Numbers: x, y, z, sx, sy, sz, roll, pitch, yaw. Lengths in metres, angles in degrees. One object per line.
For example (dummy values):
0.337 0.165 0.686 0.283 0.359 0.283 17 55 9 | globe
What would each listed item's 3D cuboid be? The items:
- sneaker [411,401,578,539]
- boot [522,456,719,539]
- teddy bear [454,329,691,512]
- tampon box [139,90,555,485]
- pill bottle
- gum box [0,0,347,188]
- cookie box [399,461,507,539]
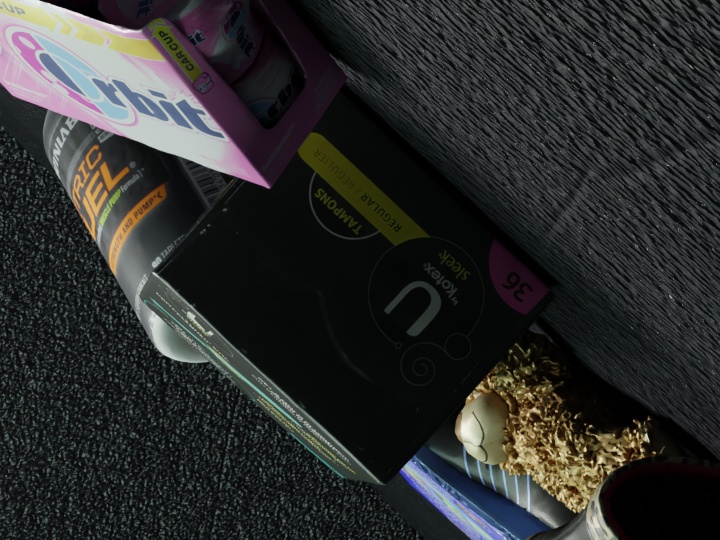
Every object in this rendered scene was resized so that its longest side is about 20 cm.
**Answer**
0.086 0.106 1.697 0.200 0.078 0.070 38 174 19 | sneaker
0.178 0.151 1.389 0.199 0.073 0.151 19 155 -3 | boot
0.113 0.096 1.521 0.200 0.067 0.145 38 170 34 | teddy bear
-0.011 0.011 1.440 0.150 0.126 0.200 42 174 -2 | tampon box
-0.110 -0.054 1.628 0.200 0.106 0.106 58 -177 31 | pill bottle
-0.109 -0.114 1.312 0.200 0.066 0.114 20 160 42 | gum box
0.084 0.134 1.952 0.171 0.075 0.200 39 173 27 | cookie box
